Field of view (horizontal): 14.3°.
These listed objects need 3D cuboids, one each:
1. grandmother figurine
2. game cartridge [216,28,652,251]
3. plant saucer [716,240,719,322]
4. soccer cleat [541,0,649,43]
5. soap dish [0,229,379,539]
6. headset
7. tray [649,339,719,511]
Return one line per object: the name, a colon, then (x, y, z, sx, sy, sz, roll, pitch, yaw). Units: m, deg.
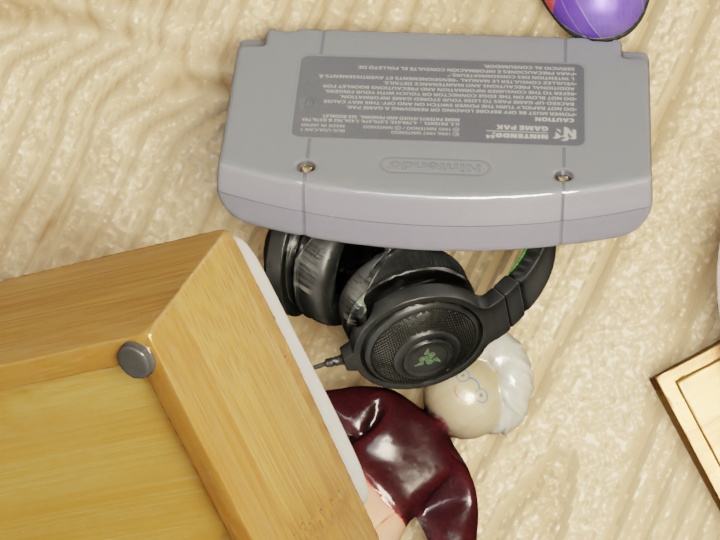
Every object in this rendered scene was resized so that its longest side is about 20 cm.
grandmother figurine: (0.006, 0.104, 1.346, 0.200, 0.061, 0.121, -44, 97, -14)
game cartridge: (0.036, -0.062, 1.338, 0.199, 0.134, 0.041, 2, 125, 4)
plant saucer: (0.264, 0.006, 1.342, 0.199, 0.032, 0.201, 0, 87, 0)
soccer cleat: (0.108, -0.210, 1.369, 0.068, 0.073, 0.201, -1, 87, 0)
soap dish: (-0.109, 0.076, 1.254, 0.199, 0.081, 0.158, -12, 113, 35)
headset: (0.000, 0.000, 1.327, 0.200, 0.094, 0.123, -41, 55, -19)
tray: (0.250, 0.047, 1.373, 0.199, 0.037, 0.099, -28, 87, -2)
